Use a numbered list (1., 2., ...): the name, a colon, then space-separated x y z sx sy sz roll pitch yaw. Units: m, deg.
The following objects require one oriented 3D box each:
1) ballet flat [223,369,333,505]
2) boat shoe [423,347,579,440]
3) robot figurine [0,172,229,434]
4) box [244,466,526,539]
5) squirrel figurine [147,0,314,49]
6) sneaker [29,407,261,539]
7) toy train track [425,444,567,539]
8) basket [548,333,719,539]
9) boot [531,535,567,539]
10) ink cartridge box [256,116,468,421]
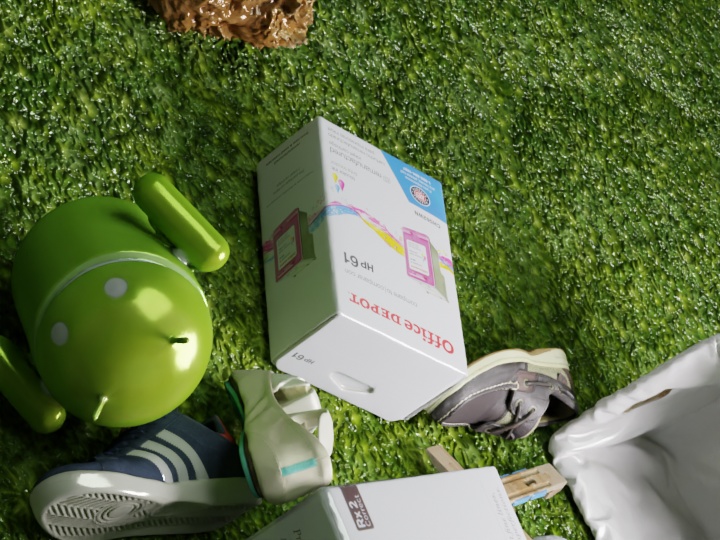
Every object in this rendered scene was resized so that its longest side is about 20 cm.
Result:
1. ballet flat: -0.052 0.108 1.385 0.069 0.069 0.200 42 6 -16
2. boat shoe: 0.126 0.106 1.669 0.200 0.073 0.065 -9 62 -53
3. robot figurine: -0.162 0.026 1.315 0.116 0.175 0.200 45 5 -30
4. box: 0.030 0.253 1.368 0.200 0.131 0.199 0 61 -50
5. squirrel figurine: -0.105 -0.272 1.701 0.186 0.141 0.201 16 62 -57
6. sneaker: -0.149 0.126 1.321 0.200 0.075 0.085 12 52 -58
7. toy train track: 0.108 0.186 1.614 0.115 0.033 0.200 45 24 20
8. basket: 0.306 0.176 1.720 0.161 0.198 0.200 -4 63 -56
9. boot: 0.181 0.305 1.573 0.200 0.074 0.096 46 39 4
10. ink cartridge box: 0.000 0.000 1.600 0.144 0.085 0.200 26 44 -36
